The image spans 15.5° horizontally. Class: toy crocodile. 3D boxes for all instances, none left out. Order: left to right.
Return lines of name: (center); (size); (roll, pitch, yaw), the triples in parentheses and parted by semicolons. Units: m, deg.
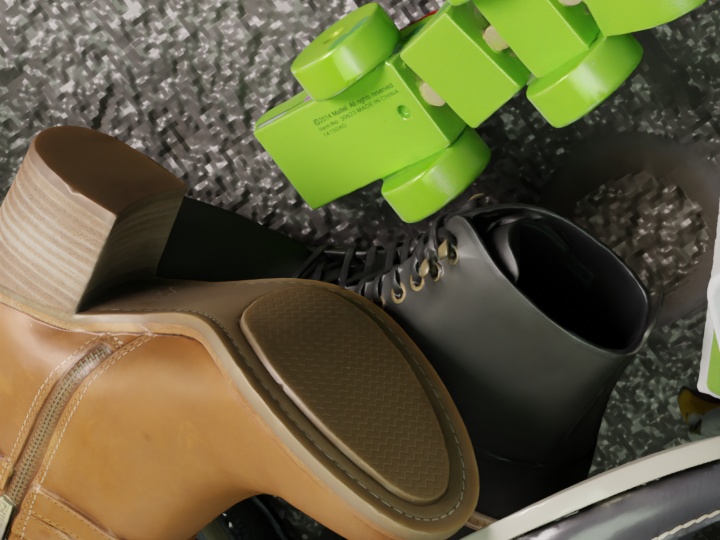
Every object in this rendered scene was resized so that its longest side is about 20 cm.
toy crocodile: (0.037, -0.072, 0.862); (0.068, 0.062, 0.200); (49, 137, -10)

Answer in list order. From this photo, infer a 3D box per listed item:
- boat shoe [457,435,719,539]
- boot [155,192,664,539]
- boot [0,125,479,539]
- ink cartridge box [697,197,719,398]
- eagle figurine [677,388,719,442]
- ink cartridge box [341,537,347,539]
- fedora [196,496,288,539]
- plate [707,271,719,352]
boat shoe: (0.046, 0.110, 0.807); (0.199, 0.073, 0.063); (-27, 81, 8)
boot: (0.000, 0.000, 0.869); (0.199, 0.078, 0.138); (26, 144, 2)
boot: (-0.061, 0.067, 0.847); (0.200, 0.077, 0.156); (35, 121, 21)
ink cartridge box: (0.204, -0.001, 0.752); (0.200, 0.076, 0.148); (25, 128, 33)
eagle figurine: (0.151, 0.090, 0.898); (0.151, 0.151, 0.201); (15, 101, -10)
ink cartridge box: (-0.036, 0.167, 0.880); (0.200, 0.099, 0.039); (-41, 117, -18)
fedora: (-0.112, 0.156, 0.966); (0.200, 0.092, 0.201); (2, 110, 7)
plate: (0.203, 0.088, 0.723); (0.199, 0.032, 0.200); (1, 114, 44)
